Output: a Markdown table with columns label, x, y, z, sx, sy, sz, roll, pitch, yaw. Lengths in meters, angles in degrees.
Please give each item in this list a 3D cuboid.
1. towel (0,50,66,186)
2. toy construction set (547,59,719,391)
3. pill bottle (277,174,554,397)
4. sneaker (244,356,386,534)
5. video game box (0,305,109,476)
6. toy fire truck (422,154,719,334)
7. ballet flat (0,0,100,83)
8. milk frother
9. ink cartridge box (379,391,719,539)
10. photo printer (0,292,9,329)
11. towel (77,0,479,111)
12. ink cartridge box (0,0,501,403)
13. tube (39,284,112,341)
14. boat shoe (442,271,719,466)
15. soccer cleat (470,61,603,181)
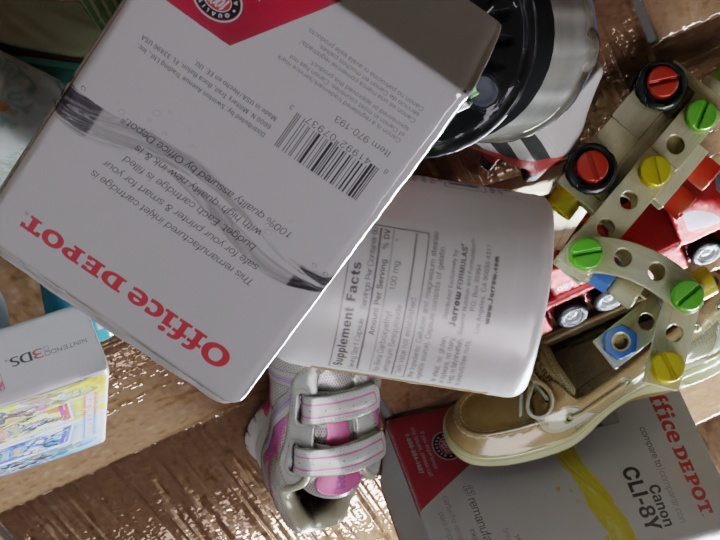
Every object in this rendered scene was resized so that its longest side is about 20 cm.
| label | x | y | z | sx | sy | sz | roll | pitch | yaw |
| --- | --- | --- | --- | --- | --- | --- | --- | --- | --- |
| towel | -0.232 | -0.076 | 1.390 | 0.199 | 0.048 | 0.171 | -6 | 160 | 41 |
| toy construction set | 0.184 | -0.041 | 1.639 | 0.200 | 0.131 | 0.092 | -49 | 177 | -19 |
| pill bottle | 0.000 | 0.000 | 1.590 | 0.199 | 0.115 | 0.115 | 9 | 140 | -3 |
| sneaker | -0.018 | 0.088 | 1.759 | 0.081 | 0.088 | 0.200 | -11 | 144 | -14 |
| video game box | -0.227 | 0.084 | 1.549 | 0.182 | 0.047 | 0.200 | -16 | 168 | -10 |
| toy fire truck | 0.119 | -0.028 | 1.709 | 0.199 | 0.049 | 0.141 | -25 | 143 | 5 |
| ballet flat | -0.179 | -0.122 | 1.408 | 0.199 | 0.070 | 0.070 | 9 | 140 | -3 |
| milk frother | 0.037 | -0.168 | 1.417 | 0.201 | 0.180 | 0.188 | -64 | 171 | 10 |
| ink cartridge box | 0.128 | 0.152 | 1.873 | 0.199 | 0.145 | 0.084 | -12 | 143 | -13 |
| photo printer | -0.273 | 0.034 | 1.529 | 0.166 | 0.070 | 0.200 | -18 | 168 | -3 |
| towel | -0.056 | -0.131 | 1.304 | 0.152 | 0.023 | 0.200 | -24 | 110 | 25 |
| ink cartridge box | -0.055 | -0.062 | 1.279 | 0.145 | 0.083 | 0.200 | 35 | 120 | -5 |
| tube | -0.156 | -0.034 | 1.549 | 0.050 | 0.078 | 0.200 | 6 | 147 | 6 |
| boat shoe | 0.143 | 0.059 | 1.822 | 0.200 | 0.073 | 0.063 | -20 | 138 | -6 |
| soccer cleat | 0.047 | -0.098 | 1.569 | 0.199 | 0.069 | 0.085 | 5 | 130 | -37 |
